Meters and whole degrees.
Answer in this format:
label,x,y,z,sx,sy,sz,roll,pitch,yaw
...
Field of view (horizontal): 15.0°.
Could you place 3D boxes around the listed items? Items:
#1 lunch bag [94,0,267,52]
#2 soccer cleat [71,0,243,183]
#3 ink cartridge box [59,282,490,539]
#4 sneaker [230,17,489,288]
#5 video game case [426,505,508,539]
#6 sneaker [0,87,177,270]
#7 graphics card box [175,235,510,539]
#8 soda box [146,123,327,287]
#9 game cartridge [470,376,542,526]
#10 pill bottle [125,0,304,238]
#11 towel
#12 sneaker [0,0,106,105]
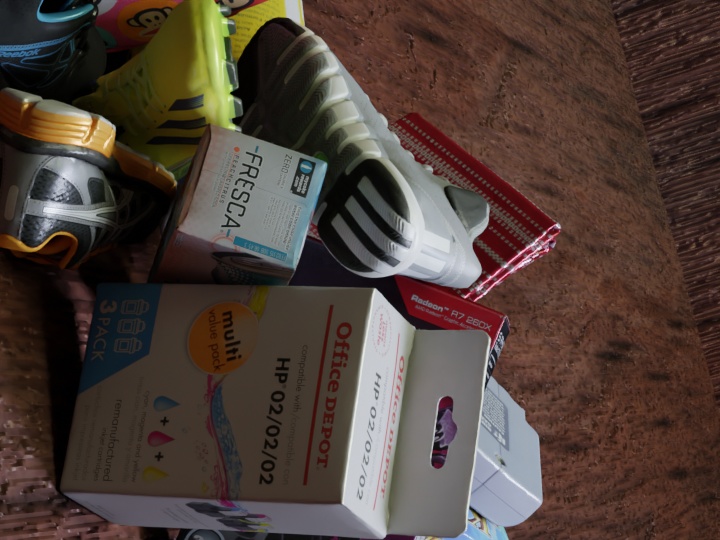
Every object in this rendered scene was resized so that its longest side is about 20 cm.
label,x,y,z,sx,sy,sz,roll,pitch,yaw
lunch bag,-0.109,-0.209,1.482,0.176,0.199,0.082,47,29,-53
soccer cleat,-0.109,-0.089,1.440,0.200,0.083,0.065,124,-35,-71
ink cartridge box,-0.042,0.071,1.387,0.068,0.199,0.116,45,50,-61
sneaker,0.007,-0.054,1.516,0.115,0.075,0.200,21,28,-43
video game case,0.001,0.093,1.674,0.200,0.045,0.182,37,22,-38
sneaker,-0.153,-0.036,1.415,0.200,0.078,0.078,39,66,-74
graphics card box,-0.011,0.095,1.492,0.051,0.125,0.201,62,51,-79
soda box,-0.073,-0.008,1.459,0.200,0.068,0.064,122,-15,-70
game cartridge,0.035,0.066,1.680,0.200,0.041,0.133,45,21,-14
pill bottle,-0.083,-0.101,1.617,0.111,0.111,0.201,57,19,-47
towel,0.000,0.000,1.595,0.145,0.200,0.023,40,-21,35
sneaker,-0.165,-0.125,1.420,0.200,0.081,0.074,16,56,-74
